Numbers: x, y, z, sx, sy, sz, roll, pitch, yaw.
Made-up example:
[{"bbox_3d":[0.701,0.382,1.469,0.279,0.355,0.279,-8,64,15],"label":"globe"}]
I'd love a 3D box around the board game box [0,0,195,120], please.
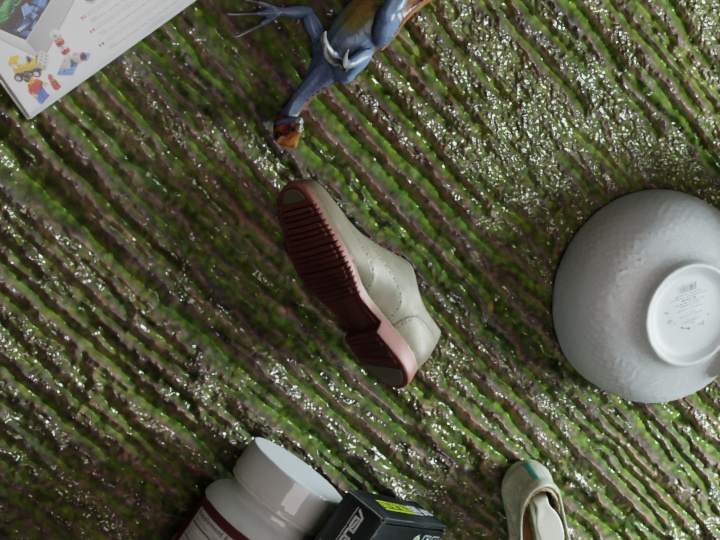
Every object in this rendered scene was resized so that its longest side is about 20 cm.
[{"bbox_3d":[-0.208,-0.225,0.992,0.199,0.035,0.127,-36,113,-7],"label":"board game box"}]

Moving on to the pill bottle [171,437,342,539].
[{"bbox_3d":[-0.108,0.250,1.104,0.114,0.114,0.201,35,91,-23],"label":"pill bottle"}]

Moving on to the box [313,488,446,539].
[{"bbox_3d":[-0.020,0.283,1.117,0.047,0.193,0.201,35,90,20],"label":"box"}]

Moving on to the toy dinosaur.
[{"bbox_3d":[0.000,-0.176,1.051,0.198,0.105,0.183,8,122,-32],"label":"toy dinosaur"}]

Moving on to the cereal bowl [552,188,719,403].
[{"bbox_3d":[0.279,0.031,1.196,0.197,0.083,0.203,-5,106,-17],"label":"cereal bowl"}]

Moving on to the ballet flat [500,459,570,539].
[{"bbox_3d":[0.173,0.275,1.233,0.067,0.062,0.203,-21,110,-12],"label":"ballet flat"}]

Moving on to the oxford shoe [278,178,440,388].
[{"bbox_3d":[0.000,0.000,1.115,0.075,0.070,0.202,-43,114,-33],"label":"oxford shoe"}]
